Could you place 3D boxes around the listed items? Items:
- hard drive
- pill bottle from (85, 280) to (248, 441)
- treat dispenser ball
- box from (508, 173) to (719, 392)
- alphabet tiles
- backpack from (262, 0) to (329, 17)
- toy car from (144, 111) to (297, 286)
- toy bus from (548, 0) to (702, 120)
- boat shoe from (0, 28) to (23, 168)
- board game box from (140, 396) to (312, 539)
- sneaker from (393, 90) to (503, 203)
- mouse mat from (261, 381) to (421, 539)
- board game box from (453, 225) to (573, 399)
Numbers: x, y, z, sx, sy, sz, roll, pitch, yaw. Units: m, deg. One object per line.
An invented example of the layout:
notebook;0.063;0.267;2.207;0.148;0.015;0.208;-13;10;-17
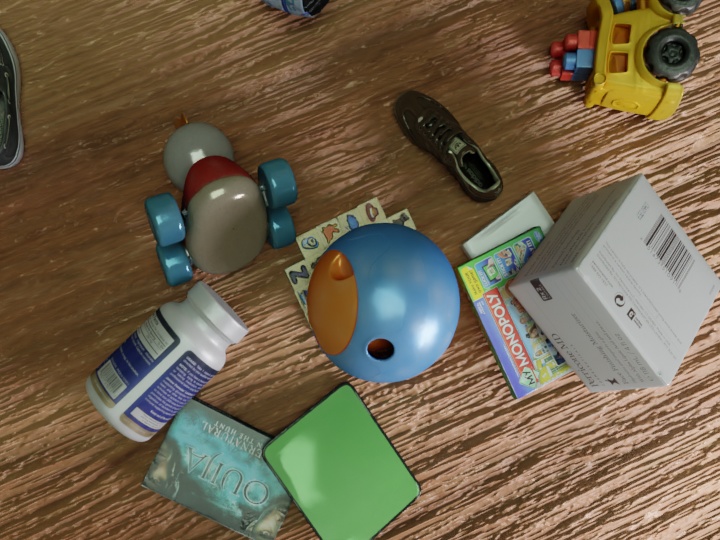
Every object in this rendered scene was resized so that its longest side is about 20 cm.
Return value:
hard drive;0.252;0.008;1.041;0.131;0.026;0.201;-35;93;-5
pill bottle;-0.250;0.116;0.949;0.200;0.116;0.116;-43;93;-4
treat dispenser ball;0.029;0.041;0.926;0.197;0.201;0.205;0;89;-5
box;0.339;0.020;0.956;0.199;0.130;0.200;49;61;-10
alphabet tiles;0.000;0.000;1.028;0.198;0.006;0.168;-26;91;-5
backpack;-0.071;-0.444;0.964;0.151;0.163;0.204;8;95;4
toy car;-0.204;-0.116;0.960;0.182;0.178;0.202;-20;62;-18
toy bus;0.367;-0.327;1.017;0.189;0.136;0.204;8;86;11
boat shoe;-0.492;-0.240;0.961;0.067;0.057;0.204;-10;90;-5
board game box;-0.183;0.276;0.996;0.198;0.028;0.137;27;86;-4
sneaker;0.130;-0.180;1.008;0.200;0.076;0.071;44;86;-4
mouse mat;-0.023;0.281;1.003;0.160;0.008;0.201;-36;95;-17
board game box;0.232;0.058;1.011;0.133;0.029;0.202;-26;91;-6
